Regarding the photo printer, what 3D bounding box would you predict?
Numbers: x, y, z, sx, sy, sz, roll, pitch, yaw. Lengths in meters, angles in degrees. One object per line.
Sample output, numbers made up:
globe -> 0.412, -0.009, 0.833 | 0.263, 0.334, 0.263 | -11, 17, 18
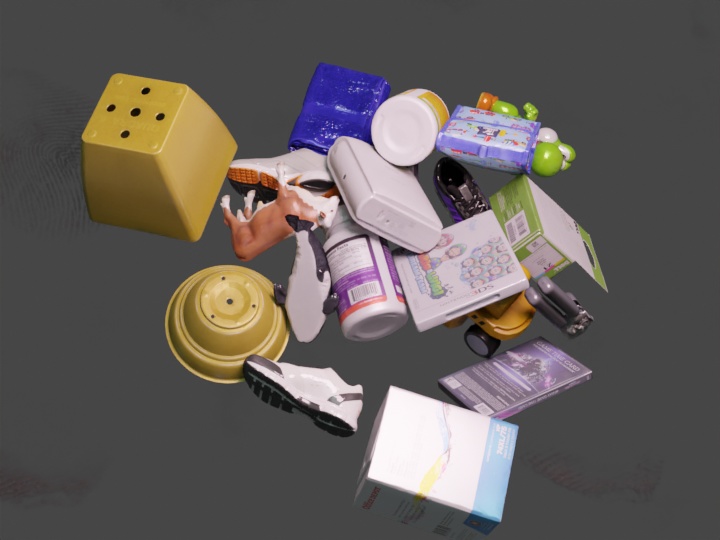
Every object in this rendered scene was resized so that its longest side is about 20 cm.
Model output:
photo printer -> 0.034, -0.130, 1.716 | 0.165, 0.070, 0.201 | 25, 26, -33

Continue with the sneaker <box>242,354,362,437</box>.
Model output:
sneaker -> -0.086, 0.176, 1.622 | 0.198, 0.074, 0.081 | 28, 56, -3

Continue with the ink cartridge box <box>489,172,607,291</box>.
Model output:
ink cartridge box -> 0.313, -0.043, 1.768 | 0.199, 0.075, 0.149 | 37, 30, -32

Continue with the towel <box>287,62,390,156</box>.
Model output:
towel -> -0.033, -0.273, 1.860 | 0.145, 0.050, 0.203 | 16, 56, 0

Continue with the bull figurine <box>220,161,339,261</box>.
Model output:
bull figurine -> -0.131, -0.093, 1.704 | 0.198, 0.065, 0.123 | -27, 75, 17

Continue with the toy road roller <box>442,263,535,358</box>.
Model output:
toy road roller -> 0.189, 0.024, 1.697 | 0.199, 0.147, 0.123 | 41, 63, 12

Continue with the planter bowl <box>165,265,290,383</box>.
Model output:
planter bowl -> -0.203, 0.064, 1.647 | 0.196, 0.084, 0.204 | 4, 62, -7

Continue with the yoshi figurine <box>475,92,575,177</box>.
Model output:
yoshi figurine -> 0.283, -0.228, 1.871 | 0.197, 0.113, 0.113 | 27, 72, 3

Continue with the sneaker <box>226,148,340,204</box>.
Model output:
sneaker -> -0.124, -0.164, 1.786 | 0.196, 0.076, 0.093 | 8, 48, 4

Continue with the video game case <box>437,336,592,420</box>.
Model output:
video game case -> 0.238, 0.169, 1.654 | 0.197, 0.019, 0.143 | -20, 27, -19

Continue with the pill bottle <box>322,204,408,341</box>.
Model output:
pill bottle -> 0.000, 0.000, 1.698 | 0.109, 0.112, 0.203 | -9, 64, -14

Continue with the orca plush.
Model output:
orca plush -> -0.083, 0.006, 1.666 | 0.103, 0.203, 0.071 | -10, 18, 18

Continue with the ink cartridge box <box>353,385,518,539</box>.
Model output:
ink cartridge box -> 0.106, 0.285, 1.548 | 0.196, 0.147, 0.148 | 17, 62, -1

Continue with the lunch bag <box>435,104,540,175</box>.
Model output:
lunch bag -> 0.208, -0.203, 1.751 | 0.148, 0.096, 0.200 | 14, 16, 10

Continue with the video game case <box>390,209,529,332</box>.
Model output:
video game case -> 0.149, -0.003, 1.658 | 0.179, 0.024, 0.201 | -22, 35, 4

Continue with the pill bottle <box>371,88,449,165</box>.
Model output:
pill bottle -> 0.091, -0.245, 1.793 | 0.110, 0.112, 0.200 | 28, 19, 6

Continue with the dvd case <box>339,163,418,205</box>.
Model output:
dvd case -> 0.003, -0.140, 1.825 | 0.196, 0.016, 0.151 | 5, 62, -7

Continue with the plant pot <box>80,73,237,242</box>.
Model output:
plant pot -> -0.330, -0.193, 1.681 | 0.196, 0.177, 0.203 | 11, 60, 13

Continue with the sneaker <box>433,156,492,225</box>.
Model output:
sneaker -> 0.180, -0.108, 1.782 | 0.069, 0.100, 0.201 | -33, 68, -5

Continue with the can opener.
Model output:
can opener -> 0.311, 0.054, 1.695 | 0.053, 0.199, 0.067 | -40, 51, 12
